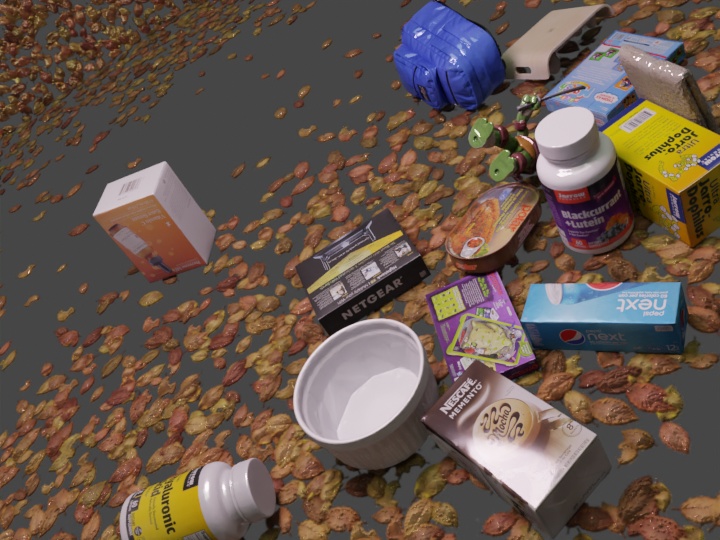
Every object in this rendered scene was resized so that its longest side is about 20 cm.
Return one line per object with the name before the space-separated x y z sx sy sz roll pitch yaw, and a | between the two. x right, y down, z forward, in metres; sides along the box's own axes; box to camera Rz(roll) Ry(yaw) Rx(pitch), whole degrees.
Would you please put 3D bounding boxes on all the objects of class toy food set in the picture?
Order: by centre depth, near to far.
toy food set | 0.384 -0.444 1.498 0.200 0.061 0.143 -43 28 -13

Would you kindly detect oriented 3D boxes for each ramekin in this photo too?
ramekin | 0.016 0.178 1.059 0.198 0.105 0.202 -19 40 17

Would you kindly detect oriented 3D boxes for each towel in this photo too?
towel | 0.458 -0.240 1.112 0.034 0.200 0.133 -44 39 4

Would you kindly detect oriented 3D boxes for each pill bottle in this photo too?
pill bottle | -0.221 0.332 1.060 0.198 0.112 0.112 -23 40 12
pill bottle | 0.316 -0.128 1.091 0.110 0.201 0.112 -19 40 17

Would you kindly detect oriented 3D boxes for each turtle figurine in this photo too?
turtle figurine | 0.280 -0.212 1.213 0.193 0.146 0.199 -14 10 -43

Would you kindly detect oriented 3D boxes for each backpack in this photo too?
backpack | 0.180 -0.404 1.513 0.168 0.163 0.200 -48 53 -4

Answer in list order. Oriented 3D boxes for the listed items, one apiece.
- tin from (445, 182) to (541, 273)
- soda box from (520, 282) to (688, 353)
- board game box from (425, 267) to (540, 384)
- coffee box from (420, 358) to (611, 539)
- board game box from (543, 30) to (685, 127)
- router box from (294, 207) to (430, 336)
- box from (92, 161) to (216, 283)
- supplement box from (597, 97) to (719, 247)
tin | 0.214 -0.069 1.211 0.111 0.042 0.200 5 42 43
soda box | 0.318 0.061 1.003 0.198 0.064 0.068 -1 49 33
board game box | 0.171 0.085 1.109 0.119 0.032 0.201 -27 39 13
coffee box | 0.184 0.209 0.928 0.113 0.080 0.199 -45 40 -13
board game box | 0.446 -0.341 1.352 0.200 0.037 0.151 -42 39 -11
router box | 0.000 0.000 1.296 0.199 0.052 0.158 -32 39 2
box | -0.415 -0.095 1.565 0.151 0.201 0.107 -17 40 19
supplement box | 0.437 -0.145 1.097 0.109 0.109 0.200 -35 38 -2
